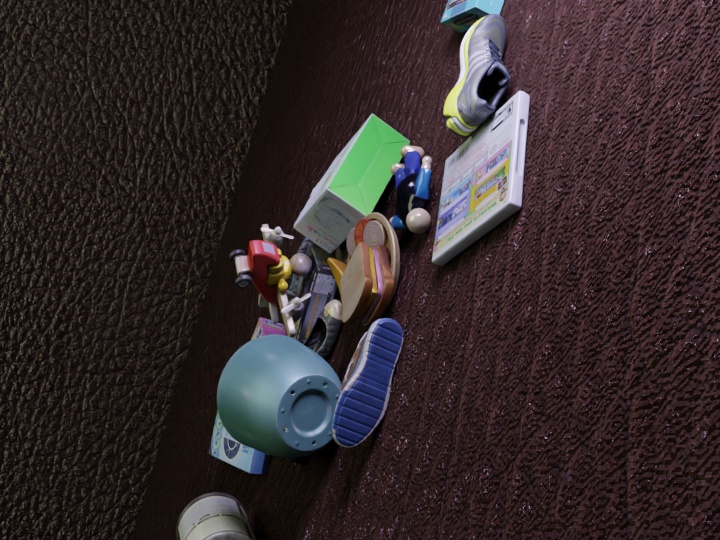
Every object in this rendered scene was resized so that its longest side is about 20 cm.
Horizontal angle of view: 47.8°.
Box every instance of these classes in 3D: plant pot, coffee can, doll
[{"bbox_3d":[-0.118,0.220,1.352,0.161,0.199,0.202,11,81,58],"label":"plant pot"},{"bbox_3d":[-0.268,0.527,1.537,0.148,0.145,0.200,-70,18,0],"label":"coffee can"},{"bbox_3d":[0.085,-0.132,1.334,0.201,0.048,0.137,-93,27,-51],"label":"doll"}]

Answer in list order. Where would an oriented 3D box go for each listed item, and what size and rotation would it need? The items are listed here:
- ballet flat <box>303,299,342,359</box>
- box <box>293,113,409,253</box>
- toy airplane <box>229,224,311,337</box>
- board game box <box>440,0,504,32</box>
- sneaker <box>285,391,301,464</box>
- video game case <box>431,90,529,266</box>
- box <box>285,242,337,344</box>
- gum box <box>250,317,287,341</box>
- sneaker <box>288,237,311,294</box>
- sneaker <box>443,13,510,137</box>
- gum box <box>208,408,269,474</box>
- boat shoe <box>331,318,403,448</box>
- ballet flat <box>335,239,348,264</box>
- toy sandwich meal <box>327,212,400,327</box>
[{"bbox_3d":[-0.092,0.144,1.538,0.201,0.057,0.066,-61,33,9],"label":"ballet flat"},{"bbox_3d":[-0.020,-0.160,1.519,0.176,0.096,0.201,-42,17,56],"label":"box"},{"bbox_3d":[-0.158,0.014,1.594,0.199,0.140,0.202,-99,-13,-77],"label":"toy airplane"},{"bbox_3d":[0.213,-0.512,1.354,0.202,0.047,0.151,-70,17,1],"label":"board game box"},{"bbox_3d":[-0.142,0.287,1.525,0.074,0.079,0.200,-62,21,20],"label":"sneaker"},{"bbox_3d":[0.166,-0.123,1.129,0.200,0.022,0.184,-41,34,56],"label":"video game case"},{"bbox_3d":[-0.098,0.064,1.635,0.159,0.048,0.202,-116,40,-65],"label":"box"},{"bbox_3d":[-0.234,0.226,1.883,0.202,0.066,0.114,-67,19,11],"label":"gum box"},{"bbox_3d":[-0.121,0.004,1.769,0.202,0.073,0.082,-71,17,-4],"label":"sneaker"},{"bbox_3d":[0.186,-0.289,1.176,0.081,0.074,0.202,-14,55,54],"label":"sneaker"},{"bbox_3d":[-0.251,0.332,1.746,0.199,0.044,0.172,2,79,56],"label":"gum box"},{"bbox_3d":[0.008,0.171,1.227,0.201,0.072,0.072,-65,11,-15],"label":"boat shoe"},{"bbox_3d":[-0.006,-0.038,1.533,0.200,0.046,0.068,139,125,-67],"label":"ballet flat"},{"bbox_3d":[0.000,0.000,1.355,0.205,0.070,0.207,-175,90,-65],"label":"toy sandwich meal"}]
